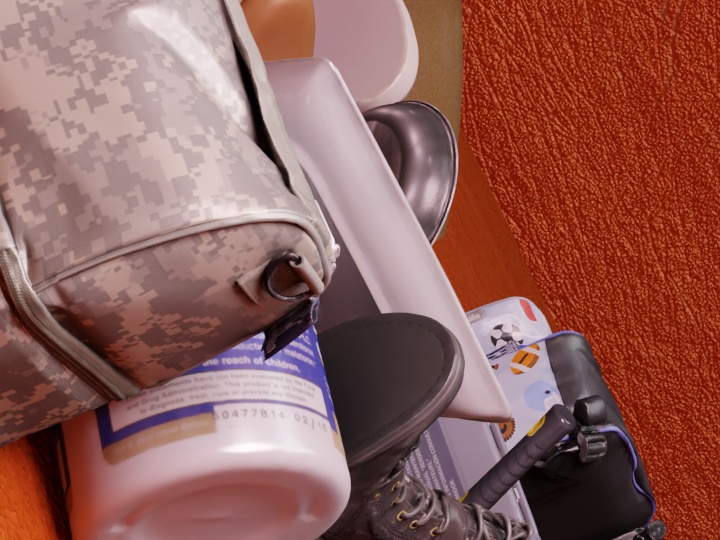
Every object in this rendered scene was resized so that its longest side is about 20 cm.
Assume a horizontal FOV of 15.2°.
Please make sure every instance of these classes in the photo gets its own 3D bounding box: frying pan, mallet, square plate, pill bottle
[{"bbox_3d":[-0.009,-0.005,1.427,0.031,0.190,0.115,26,-4,-37],"label":"frying pan"},{"bbox_3d":[0.036,0.145,1.370,0.041,0.200,0.066,40,24,-11],"label":"mallet"},{"bbox_3d":[-0.039,-0.006,1.290,0.198,0.028,0.200,0,-56,50],"label":"square plate"},{"bbox_3d":[-0.081,0.021,1.166,0.120,0.120,0.200,51,22,-59],"label":"pill bottle"}]

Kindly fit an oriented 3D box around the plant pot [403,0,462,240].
[{"bbox_3d":[0.000,-0.114,1.967,0.186,0.186,0.200,-67,146,-78],"label":"plant pot"}]

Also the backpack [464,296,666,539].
[{"bbox_3d":[0.063,0.118,1.599,0.154,0.190,0.200,64,1,36],"label":"backpack"}]

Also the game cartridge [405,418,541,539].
[{"bbox_3d":[0.017,0.118,1.497,0.041,0.133,0.200,50,18,-61],"label":"game cartridge"}]

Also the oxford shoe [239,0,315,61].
[{"bbox_3d":[-0.051,-0.064,1.440,0.071,0.071,0.200,36,-58,46],"label":"oxford shoe"}]

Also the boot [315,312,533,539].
[{"bbox_3d":[0.019,0.105,1.259,0.174,0.200,0.069,24,39,-40],"label":"boot"}]

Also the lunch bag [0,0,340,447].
[{"bbox_3d":[-0.111,-0.048,1.059,0.139,0.168,0.200,50,18,-60],"label":"lunch bag"}]

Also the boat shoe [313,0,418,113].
[{"bbox_3d":[-0.011,-0.141,1.566,0.093,0.075,0.200,49,6,-49],"label":"boat shoe"}]
